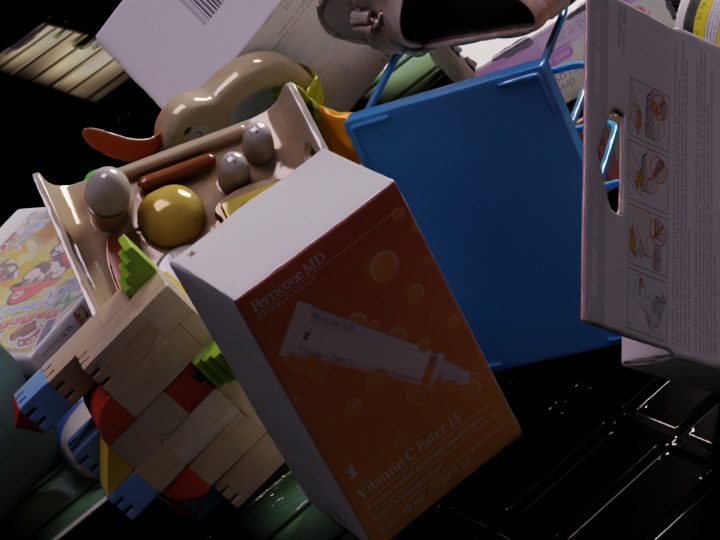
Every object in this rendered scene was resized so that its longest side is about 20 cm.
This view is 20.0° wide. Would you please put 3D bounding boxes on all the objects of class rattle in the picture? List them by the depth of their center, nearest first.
[{"bbox_3d":[-0.088,-0.079,1.525,0.199,0.131,0.143,-11,53,-43],"label":"rattle"}]

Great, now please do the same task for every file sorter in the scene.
[{"bbox_3d":[0.104,-0.056,1.335,0.138,0.201,0.123,-14,27,26],"label":"file sorter"}]

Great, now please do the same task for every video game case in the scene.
[{"bbox_3d":[-0.251,0.012,1.546,0.199,0.023,0.182,-2,39,44],"label":"video game case"}]

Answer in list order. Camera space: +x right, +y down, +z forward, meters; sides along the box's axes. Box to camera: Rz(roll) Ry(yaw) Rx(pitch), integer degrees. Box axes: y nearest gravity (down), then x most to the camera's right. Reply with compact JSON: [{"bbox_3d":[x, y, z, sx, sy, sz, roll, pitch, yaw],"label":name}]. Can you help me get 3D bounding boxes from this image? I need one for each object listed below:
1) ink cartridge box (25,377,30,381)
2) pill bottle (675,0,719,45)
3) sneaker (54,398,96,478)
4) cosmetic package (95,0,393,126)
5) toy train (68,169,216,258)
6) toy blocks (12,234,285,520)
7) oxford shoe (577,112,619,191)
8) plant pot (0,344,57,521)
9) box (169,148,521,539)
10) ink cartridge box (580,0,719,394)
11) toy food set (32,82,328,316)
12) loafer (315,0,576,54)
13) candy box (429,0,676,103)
[{"bbox_3d":[-0.246,0.023,1.644,0.199,0.084,0.144,-32,27,-2],"label":"ink cartridge box"},{"bbox_3d":[0.316,-0.153,1.390,0.114,0.115,0.200,-37,28,-16],"label":"pill bottle"},{"bbox_3d":[-0.161,0.060,1.509,0.200,0.077,0.111,-45,40,-16],"label":"sneaker"},{"bbox_3d":[-0.069,-0.206,1.655,0.123,0.200,0.200,45,104,24],"label":"cosmetic package"},{"bbox_3d":[-0.118,-0.019,1.452,0.199,0.042,0.057,18,51,8],"label":"toy train"},{"bbox_3d":[-0.130,0.096,1.327,0.137,0.200,0.100,-45,27,0],"label":"toy blocks"},{"bbox_3d":[0.119,-0.054,1.479,0.199,0.071,0.074,-24,2,10],"label":"oxford shoe"},{"bbox_3d":[-0.328,0.140,1.416,0.199,0.201,0.196,5,36,46],"label":"plant pot"},{"bbox_3d":[-0.007,0.048,1.254,0.124,0.201,0.097,-37,28,-15],"label":"box"},{"bbox_3d":[0.171,-0.044,1.180,0.045,0.175,0.202,-14,66,45],"label":"ink cartridge box"},{"bbox_3d":[-0.110,-0.041,1.409,0.199,0.061,0.144,-21,64,-13],"label":"toy food set"},{"bbox_3d":[0.047,-0.173,1.309,0.199,0.072,0.063,-4,37,36],"label":"loafer"},{"bbox_3d":[0.148,-0.208,1.683,0.167,0.072,0.200,-30,27,-2],"label":"candy box"}]
